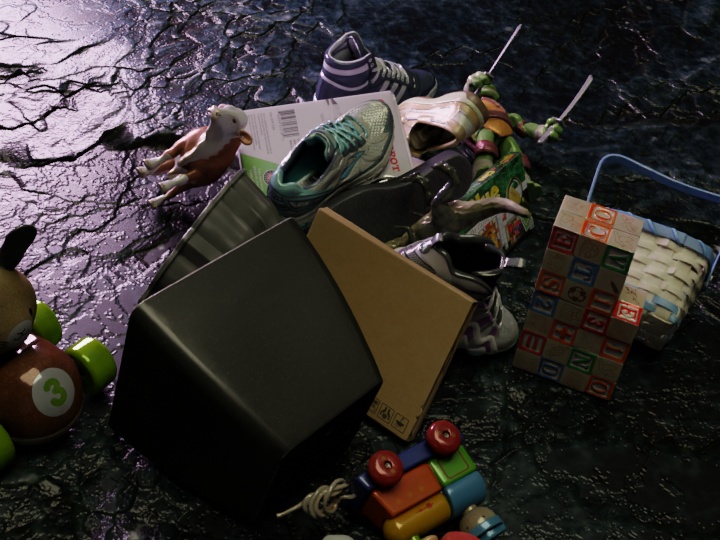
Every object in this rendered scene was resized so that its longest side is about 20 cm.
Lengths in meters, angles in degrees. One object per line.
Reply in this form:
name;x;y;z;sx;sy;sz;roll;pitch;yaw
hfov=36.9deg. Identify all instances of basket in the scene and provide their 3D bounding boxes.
basket;0.329;-0.027;1.260;0.174;0.139;0.202;24;74;16

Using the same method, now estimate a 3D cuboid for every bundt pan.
bundt pan;-0.154;-0.003;1.128;0.075;0.202;0.203;37;43;-5

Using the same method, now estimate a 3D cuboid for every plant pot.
plant pot;-0.097;0.110;1.017;0.177;0.201;0.199;45;51;17

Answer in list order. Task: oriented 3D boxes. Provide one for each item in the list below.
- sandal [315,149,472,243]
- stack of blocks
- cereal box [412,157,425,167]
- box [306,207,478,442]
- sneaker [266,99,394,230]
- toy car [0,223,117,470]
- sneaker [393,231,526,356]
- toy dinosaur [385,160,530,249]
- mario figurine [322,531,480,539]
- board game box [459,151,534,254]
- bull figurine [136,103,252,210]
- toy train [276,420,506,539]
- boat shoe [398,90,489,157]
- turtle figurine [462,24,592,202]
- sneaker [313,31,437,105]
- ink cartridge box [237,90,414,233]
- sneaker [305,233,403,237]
sandal;0.036;-0.077;1.219;0.198;0.077;0.043;-23;32;-22
stack of blocks;0.242;0.032;1.147;0.114;0.202;0.059;19;41;12
cereal box;0.016;-0.102;1.373;0.197;0.040;0.144;21;45;13
box;0.006;0.054;1.115;0.199;0.165;0.021;31;16;23
sneaker;-0.027;-0.128;1.196;0.077;0.087;0.200;34;64;17
toy car;-0.333;0.055;1.010;0.157;0.202;0.164;29;45;22
sneaker;0.131;0.020;1.141;0.198;0.139;0.079;26;53;-33
toy dinosaur;0.086;-0.068;1.155;0.047;0.198;0.089;-28;96;-52
mario figurine;0.027;0.286;0.915;0.197;0.125;0.106;-19;27;-13
board game box;0.147;-0.054;1.300;0.023;0.106;0.200;4;32;40
bull figurine;-0.194;-0.131;1.262;0.120;0.200;0.066;-29;89;-18
toy train;0.033;0.231;0.987;0.198;0.085;0.116;-22;64;-30
boat shoe;0.079;-0.180;1.397;0.072;0.199;0.076;47;67;-16
turtle figurine;0.203;-0.200;1.422;0.197;0.144;0.196;-16;54;22
sneaker;0.029;-0.281;1.522;0.197;0.110;0.070;-14;47;-25
ink cartridge box;-0.044;-0.125;1.296;0.197;0.084;0.147;-8;57;-7
sneaker;0.000;0.000;1.245;0.197;0.079;0.090;-14;60;-20
